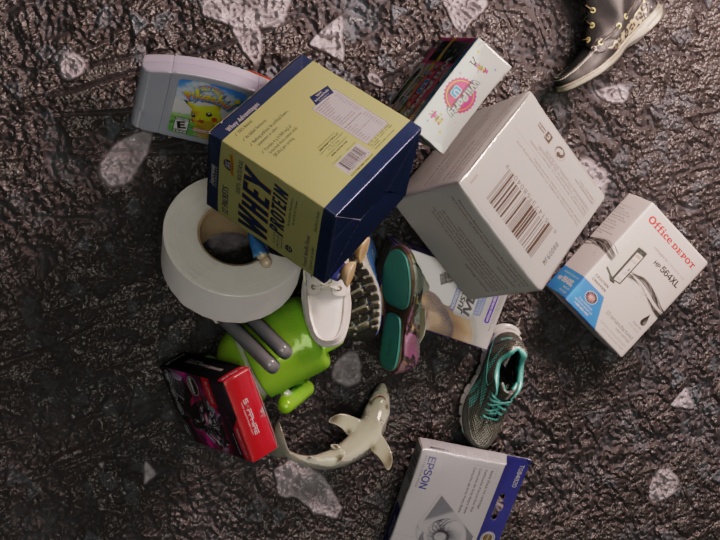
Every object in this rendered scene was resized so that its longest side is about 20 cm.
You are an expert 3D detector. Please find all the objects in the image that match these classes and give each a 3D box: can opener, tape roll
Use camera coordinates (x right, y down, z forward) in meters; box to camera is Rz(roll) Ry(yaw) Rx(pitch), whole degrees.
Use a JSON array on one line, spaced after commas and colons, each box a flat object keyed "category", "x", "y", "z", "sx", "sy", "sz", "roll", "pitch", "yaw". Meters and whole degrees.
[{"category": "can opener", "x": -0.176, "y": 0.064, "z": 1.508, "sx": 0.053, "sy": 0.066, "sz": 0.200, "roll": -47, "pitch": 66, "yaw": -2}, {"category": "tape roll", "x": -0.175, "y": -0.033, "z": 1.492, "sx": 0.198, "sy": 0.205, "sz": 0.071, "roll": 1, "pitch": 147, "yaw": -12}]

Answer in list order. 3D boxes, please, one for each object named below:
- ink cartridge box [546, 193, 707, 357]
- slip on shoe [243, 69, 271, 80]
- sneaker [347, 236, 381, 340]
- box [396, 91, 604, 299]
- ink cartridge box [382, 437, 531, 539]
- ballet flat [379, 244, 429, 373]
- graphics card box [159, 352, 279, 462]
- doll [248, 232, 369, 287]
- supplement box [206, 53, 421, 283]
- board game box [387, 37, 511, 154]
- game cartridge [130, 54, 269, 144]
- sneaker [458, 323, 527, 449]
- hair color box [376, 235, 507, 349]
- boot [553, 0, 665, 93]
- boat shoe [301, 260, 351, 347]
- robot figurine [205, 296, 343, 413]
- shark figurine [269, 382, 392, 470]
[{"category": "ink cartridge box", "x": 0.413, "y": 0.006, "z": 1.680, "sx": 0.146, "sy": 0.084, "sz": 0.200, "roll": 42, "pitch": 92, "yaw": -17}, {"category": "slip on shoe", "x": -0.091, "y": -0.239, "z": 1.535, "sx": 0.197, "sy": 0.062, "sz": 0.074, "roll": 19, "pitch": 144, "yaw": -6}, {"category": "sneaker", "x": 0.000, "y": 0.000, "z": 1.578, "sx": 0.077, "sy": 0.089, "sz": 0.204, "roll": -11, "pitch": 86, "yaw": 23}, {"category": "box", "x": 0.195, "y": -0.101, "z": 1.533, "sx": 0.200, "sy": 0.170, "sz": 0.201, "roll": 49, "pitch": 62, "yaw": -18}, {"category": "ink cartridge box", "x": 0.155, "y": 0.372, "z": 1.713, "sx": 0.196, "sy": 0.041, "sz": 0.203, "roll": 11, "pitch": 112, "yaw": -14}, {"category": "ballet flat", "x": 0.068, "y": 0.052, "z": 1.568, "sx": 0.070, "sy": 0.069, "sz": 0.204, "roll": -15, "pitch": 118, "yaw": -38}, {"category": "graphics card box", "x": -0.203, "y": 0.190, "z": 1.535, "sx": 0.050, "sy": 0.199, "sz": 0.127, "roll": -29, "pitch": 110, "yaw": -31}, {"category": "doll", "x": -0.087, "y": -0.057, "z": 1.453, "sx": 0.197, "sy": 0.049, "sz": 0.138, "roll": 26, "pitch": 68, "yaw": 10}, {"category": "supplement box", "x": -0.062, "y": -0.135, "z": 1.397, "sx": 0.198, "sy": 0.135, "sz": 0.200, "roll": 33, "pitch": 54, "yaw": 15}, {"category": "board game box", "x": 0.113, "y": -0.247, "z": 1.499, "sx": 0.064, "sy": 0.200, "sz": 0.148, "roll": 38, "pitch": 93, "yaw": -17}, {"category": "game cartridge", "x": -0.209, "y": -0.228, "z": 1.482, "sx": 0.196, "sy": 0.041, "sz": 0.134, "roll": 11, "pitch": 140, "yaw": -13}, {"category": "sneaker", "x": 0.208, "y": 0.187, "z": 1.675, "sx": 0.076, "sy": 0.091, "sz": 0.204, "roll": 11, "pitch": 100, "yaw": -13}, {"category": "hair color box", "x": 0.116, "y": 0.034, "z": 1.636, "sx": 0.197, "sy": 0.065, "sz": 0.111, "roll": 18, "pitch": 99, "yaw": -14}, {"category": "boot", "x": 0.332, "y": -0.375, "z": 1.585, "sx": 0.203, "sy": 0.073, "sz": 0.155, "roll": -40, "pitch": 104, "yaw": -5}, {"category": "boat shoe", "x": -0.049, "y": 0.003, "z": 1.495, "sx": 0.069, "sy": 0.069, "sz": 0.204, "roll": -3, "pitch": 82, "yaw": -1}, {"category": "robot figurine", "x": -0.121, "y": 0.115, "z": 1.571, "sx": 0.197, "sy": 0.116, "sz": 0.178, "roll": -26, "pitch": 96, "yaw": 2}, {"category": "shark figurine", "x": -0.036, "y": 0.273, "z": 1.655, "sx": 0.211, "sy": 0.090, "sz": 0.130, "roll": -20, "pitch": 73, "yaw": -15}]
